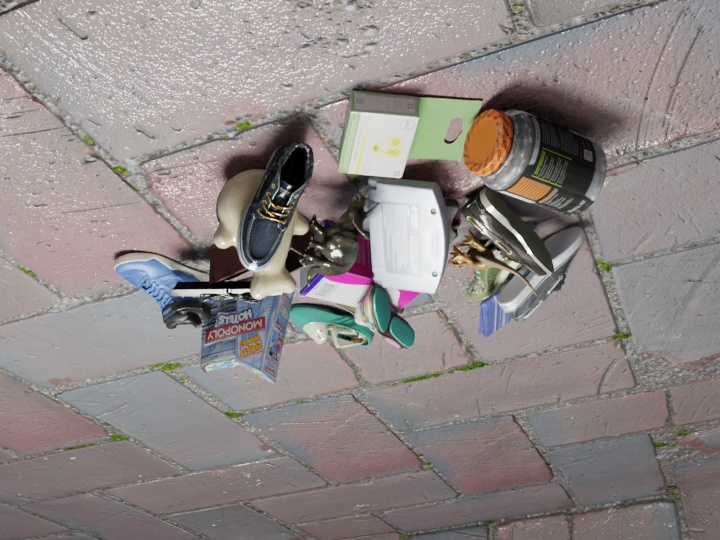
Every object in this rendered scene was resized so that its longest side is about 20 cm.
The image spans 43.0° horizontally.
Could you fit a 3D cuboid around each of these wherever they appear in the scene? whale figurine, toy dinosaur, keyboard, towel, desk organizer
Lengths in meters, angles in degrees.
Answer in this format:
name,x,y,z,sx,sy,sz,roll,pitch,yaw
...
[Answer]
name,x,y,z,sx,sy,sz,roll,pitch,yaw
whale figurine,-0.160,-0.057,1.454,0.157,0.203,0.104,-13,180,-23
toy dinosaur,-0.043,-0.030,1.483,0.101,0.077,0.202,14,124,-11
keyboard,-0.233,0.038,1.609,0.197,0.021,0.127,-1,-169,-3
towel,0.305,0.041,1.730,0.199,0.024,0.145,-33,152,-11
toy dinosaur,0.217,-0.020,1.585,0.106,0.061,0.199,28,175,-35
desk organizer,-0.174,-0.026,1.609,0.198,0.078,0.072,-22,144,30

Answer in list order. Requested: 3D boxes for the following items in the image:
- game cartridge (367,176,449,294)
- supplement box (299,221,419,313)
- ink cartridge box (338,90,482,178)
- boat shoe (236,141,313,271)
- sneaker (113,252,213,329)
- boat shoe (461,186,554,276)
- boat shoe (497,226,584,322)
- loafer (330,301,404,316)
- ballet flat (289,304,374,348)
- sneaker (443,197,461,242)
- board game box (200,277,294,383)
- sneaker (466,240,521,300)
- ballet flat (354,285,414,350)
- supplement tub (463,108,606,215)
name,x,y,z,sx,sy,sz,roll,pitch,yaw
game cartridge,0.081,-0.057,1.509,0.132,0.041,0.202,10,124,21
supplement box,0.000,0.000,1.645,0.198,0.104,0.101,16,144,-26
ink cartridge box,0.072,-0.199,1.371,0.197,0.048,0.146,5,148,-8
boat shoe,-0.128,-0.098,1.361,0.070,0.203,0.091,19,173,-17
sneaker,-0.360,0.045,1.679,0.198,0.112,0.076,21,142,-34
boat shoe,0.253,-0.057,1.560,0.060,0.072,0.201,-34,114,29
boat shoe,0.335,0.010,1.637,0.200,0.072,0.068,-47,115,-4
loafer,-0.003,0.058,1.768,0.198,0.077,0.067,21,136,-34
ballet flat,-0.059,0.120,1.872,0.198,0.071,0.067,11,148,-22
sneaker,0.136,-0.057,1.592,0.078,0.075,0.201,-8,149,-2
board game box,-0.220,0.120,1.731,0.198,0.202,0.062,-14,149,17
sneaker,0.234,-0.020,1.677,0.088,0.078,0.201,20,139,-13
ballet flat,0.033,0.088,1.644,0.070,0.070,0.200,4,156,29
supplement tub,0.260,-0.165,1.369,0.198,0.124,0.122,16,145,-28
